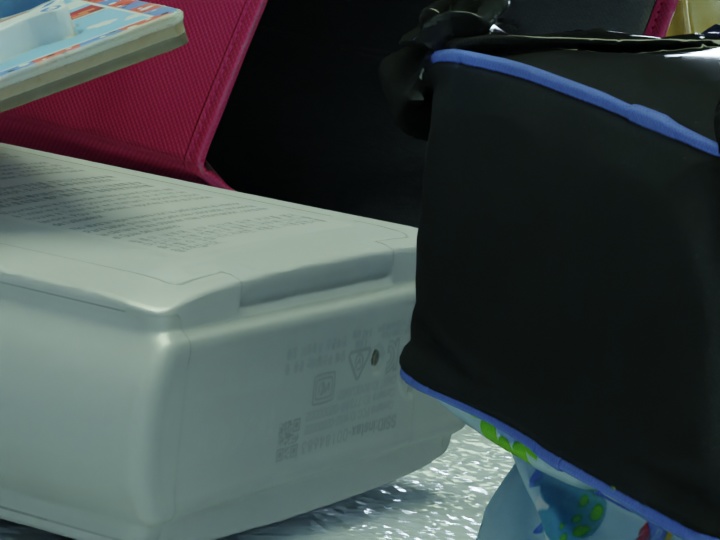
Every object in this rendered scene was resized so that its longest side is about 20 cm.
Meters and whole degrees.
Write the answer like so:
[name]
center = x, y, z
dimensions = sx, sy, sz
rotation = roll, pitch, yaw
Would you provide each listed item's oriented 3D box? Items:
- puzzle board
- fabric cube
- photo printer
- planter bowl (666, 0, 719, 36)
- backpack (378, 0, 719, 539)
[puzzle board]
center = -0.158, -0.038, 0.724
dimensions = 0.200, 0.017, 0.151
rotation = -21, 17, -18
[fabric cube]
center = -0.034, -0.103, 0.950
dimensions = 0.199, 0.200, 0.196
rotation = 15, -10, 39
[photo printer]
center = -0.091, 0.011, 0.756
dimensions = 0.200, 0.070, 0.166
rotation = 12, 12, 28
[planter bowl]
center = 0.120, -0.096, 1.287
dimensions = 0.083, 0.201, 0.200
rotation = -8, 5, 15
[backpack]
center = 0.126, 0.020, 0.640
dimensions = 0.200, 0.147, 0.183
rotation = -1, 11, -27
